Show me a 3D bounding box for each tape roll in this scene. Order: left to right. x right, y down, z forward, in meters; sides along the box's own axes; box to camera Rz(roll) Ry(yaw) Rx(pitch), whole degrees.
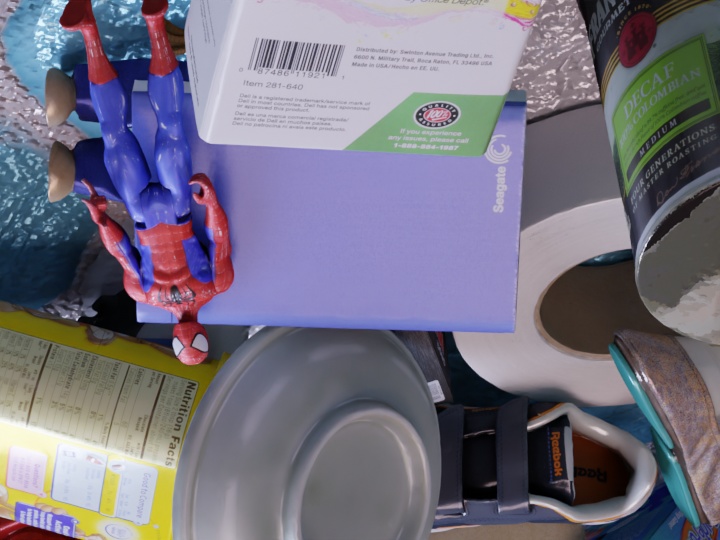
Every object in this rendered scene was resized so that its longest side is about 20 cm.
[{"bbox_3d":[0.147,-0.006,1.597,0.201,0.071,0.203,-5,142,-4],"label":"tape roll"}]

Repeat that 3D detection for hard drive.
[{"bbox_3d":[-0.017,-0.032,1.434,0.198,0.025,0.133,2,119,1],"label":"hard drive"}]

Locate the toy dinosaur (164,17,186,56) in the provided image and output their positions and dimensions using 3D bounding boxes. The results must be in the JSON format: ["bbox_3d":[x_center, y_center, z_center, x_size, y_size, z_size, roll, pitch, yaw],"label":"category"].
[{"bbox_3d":[-0.055,-0.150,1.387,0.106,0.061,0.200,-28,138,23],"label":"toy dinosaur"}]

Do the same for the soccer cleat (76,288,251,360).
[{"bbox_3d":[-0.089,0.015,1.592,0.086,0.070,0.200,14,144,-30],"label":"soccer cleat"}]

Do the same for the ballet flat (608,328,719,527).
[{"bbox_3d":[0.194,0.078,1.617,0.067,0.068,0.200,-31,146,-1],"label":"ballet flat"}]

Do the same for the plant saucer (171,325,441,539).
[{"bbox_3d":[-0.014,0.122,1.521,0.050,0.201,0.200,9,161,45],"label":"plant saucer"}]

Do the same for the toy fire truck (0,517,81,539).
[{"bbox_3d":[-0.233,0.219,1.715,0.175,0.201,0.129,-22,140,18],"label":"toy fire truck"}]

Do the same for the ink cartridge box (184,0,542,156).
[{"bbox_3d":[0.009,-0.152,1.280,0.144,0.084,0.201,2,138,-15],"label":"ink cartridge box"}]

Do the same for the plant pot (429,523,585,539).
[{"bbox_3d":[0.031,0.164,1.732,0.199,0.188,0.188,-18,143,-8],"label":"plant pot"}]

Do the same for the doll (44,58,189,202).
[{"bbox_3d":[-0.063,-0.065,1.461,0.198,0.048,0.137,0,101,3],"label":"doll"}]

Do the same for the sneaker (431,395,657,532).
[{"bbox_3d":[0.079,0.113,1.636,0.199,0.079,0.079,0,167,-15],"label":"sneaker"}]

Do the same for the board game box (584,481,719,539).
[{"bbox_3d":[0.157,0.196,1.778,0.152,0.045,0.200,-32,-179,29],"label":"board game box"}]

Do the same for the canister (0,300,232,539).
[{"bbox_3d":[-0.162,0.090,1.573,0.199,0.087,0.149,15,141,0],"label":"canister"}]

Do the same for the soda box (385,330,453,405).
[{"bbox_3d":[0.000,0.000,1.579,0.063,0.071,0.200,-12,142,7],"label":"soda box"}]

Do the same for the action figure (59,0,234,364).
[{"bbox_3d":[-0.103,-0.040,1.393,0.065,0.052,0.201,-10,120,3],"label":"action figure"}]

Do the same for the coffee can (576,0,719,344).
[{"bbox_3d":[0.193,-0.085,1.397,0.145,0.201,0.147,-5,142,-4],"label":"coffee can"}]
